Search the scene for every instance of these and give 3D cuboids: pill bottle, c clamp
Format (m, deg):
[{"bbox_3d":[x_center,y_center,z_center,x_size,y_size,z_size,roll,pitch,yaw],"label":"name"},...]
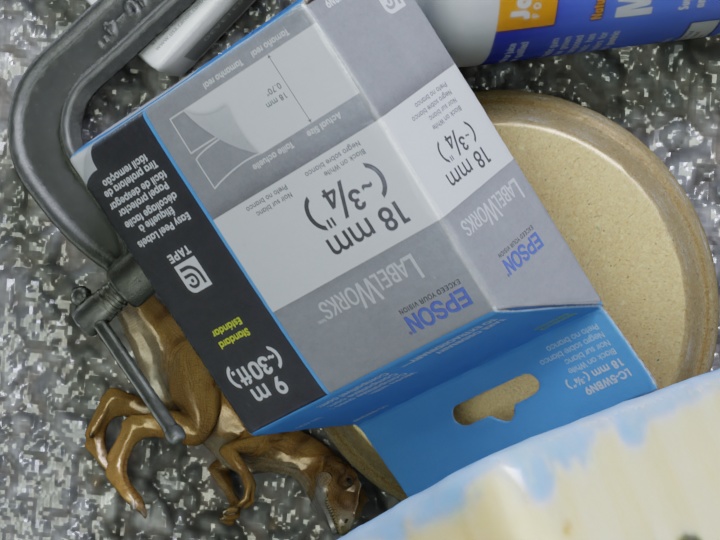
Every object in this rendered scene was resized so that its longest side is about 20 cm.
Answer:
[{"bbox_3d":[0.071,-0.143,0.948,0.199,0.112,0.113,-9,90,-11],"label":"pill bottle"},{"bbox_3d":[-0.065,-0.055,1.000,0.200,0.027,0.171,-47,71,8],"label":"c clamp"}]

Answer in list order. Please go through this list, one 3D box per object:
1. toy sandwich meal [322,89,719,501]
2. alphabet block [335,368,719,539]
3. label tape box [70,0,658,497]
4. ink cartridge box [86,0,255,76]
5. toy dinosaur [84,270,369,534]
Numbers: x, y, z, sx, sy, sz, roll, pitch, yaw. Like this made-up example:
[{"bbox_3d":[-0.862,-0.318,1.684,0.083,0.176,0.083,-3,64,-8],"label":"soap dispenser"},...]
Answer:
[{"bbox_3d":[0.055,0.016,1.009,0.204,0.070,0.207,0,93,7],"label":"toy sandwich meal"},{"bbox_3d":[0.074,0.172,0.822,0.196,0.195,0.201,-33,77,37],"label":"alphabet block"},{"bbox_3d":[0.000,0.000,0.906,0.144,0.063,0.201,-29,97,40],"label":"label tape box"},{"bbox_3d":[-0.098,-0.213,1.041,0.161,0.050,0.200,-45,82,8],"label":"ink cartridge box"},{"bbox_3d":[-0.081,0.049,1.045,0.106,0.060,0.200,-42,89,-4],"label":"toy dinosaur"}]
